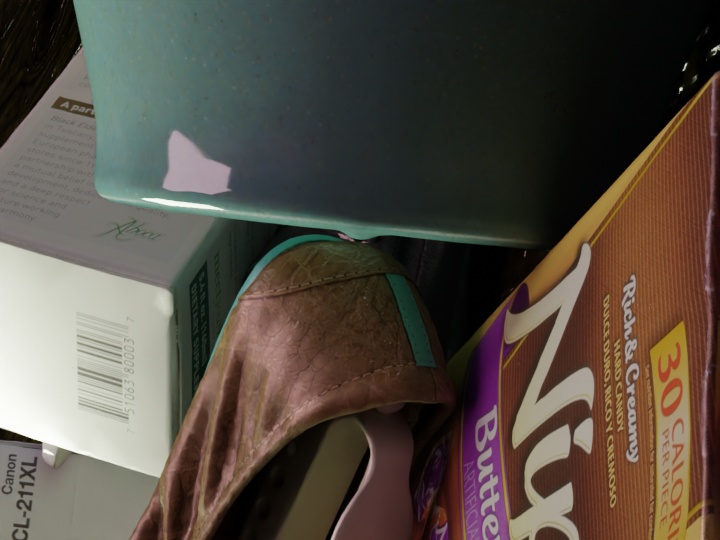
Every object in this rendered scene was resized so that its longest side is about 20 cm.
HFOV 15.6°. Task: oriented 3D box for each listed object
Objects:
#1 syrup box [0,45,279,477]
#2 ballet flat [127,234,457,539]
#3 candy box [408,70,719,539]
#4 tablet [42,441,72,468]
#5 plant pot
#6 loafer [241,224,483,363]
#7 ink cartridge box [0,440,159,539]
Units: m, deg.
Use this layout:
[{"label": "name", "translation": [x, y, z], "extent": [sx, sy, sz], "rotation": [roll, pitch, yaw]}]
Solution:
[{"label": "syrup box", "translation": [-0.056, -0.032, 0.862], "extent": [0.200, 0.081, 0.079], "rotation": [-58, -22, -48]}, {"label": "ballet flat", "translation": [-0.028, 0.088, 0.655], "extent": [0.072, 0.068, 0.201], "rotation": [48, 119, 42]}, {"label": "candy box", "translation": [0.057, 0.055, 0.581], "extent": [0.200, 0.056, 0.117], "rotation": [130, 150, -58]}, {"label": "tablet", "translation": [-0.070, -0.019, 1.020], "extent": [0.200, 0.014, 0.131], "rotation": [-49, -25, -60]}, {"label": "plant pot", "translation": [0.008, -0.103, 0.644], "extent": [0.200, 0.199, 0.189], "rotation": [-165, 81, -75]}, {"label": "loafer", "translation": [0.000, 0.000, 0.807], "extent": [0.068, 0.070, 0.202], "rotation": [129, 149, -59]}, {"label": "ink cartridge box", "translation": [-0.122, 0.178, 1.029], "extent": [0.200, 0.082, 0.147], "rotation": [105, 170, -58]}]
